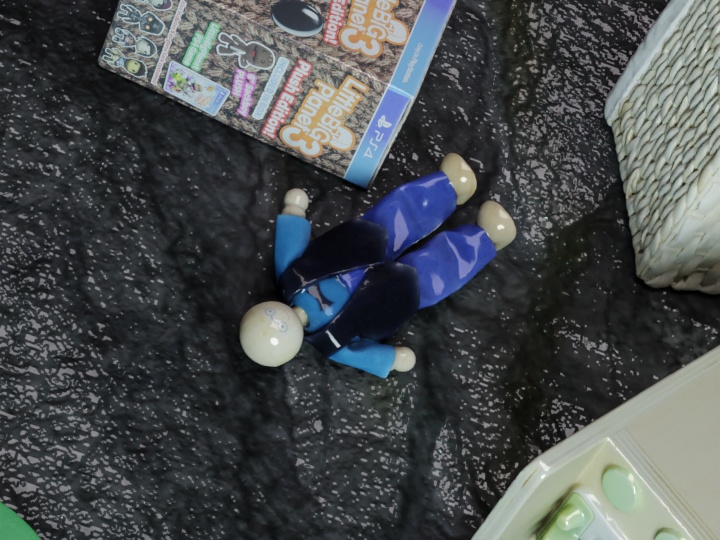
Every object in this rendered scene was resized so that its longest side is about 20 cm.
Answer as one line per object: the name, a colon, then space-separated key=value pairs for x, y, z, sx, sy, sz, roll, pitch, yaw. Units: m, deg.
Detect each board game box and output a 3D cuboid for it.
board game box: x=-0.047 y=-0.176 z=1.700 sx=0.199 sy=0.097 sz=0.160 roll=24 pitch=49 yaw=-3

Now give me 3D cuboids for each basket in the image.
basket: x=0.292 y=-0.093 z=1.711 sx=0.197 sy=0.200 sz=0.161 roll=8 pitch=54 yaw=-17

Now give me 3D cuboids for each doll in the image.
doll: x=0.000 y=0.000 z=1.617 sx=0.200 sy=0.048 sz=0.137 roll=-35 pitch=82 yaw=-31

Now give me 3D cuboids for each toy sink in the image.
toy sink: x=0.178 y=0.146 z=1.528 sx=0.200 sy=0.131 sz=0.112 roll=-26 pitch=68 yaw=-36

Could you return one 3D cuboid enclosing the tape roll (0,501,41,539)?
tape roll: x=-0.250 y=0.200 z=1.364 sx=0.199 sy=0.048 sz=0.201 roll=11 pitch=51 yaw=-14
